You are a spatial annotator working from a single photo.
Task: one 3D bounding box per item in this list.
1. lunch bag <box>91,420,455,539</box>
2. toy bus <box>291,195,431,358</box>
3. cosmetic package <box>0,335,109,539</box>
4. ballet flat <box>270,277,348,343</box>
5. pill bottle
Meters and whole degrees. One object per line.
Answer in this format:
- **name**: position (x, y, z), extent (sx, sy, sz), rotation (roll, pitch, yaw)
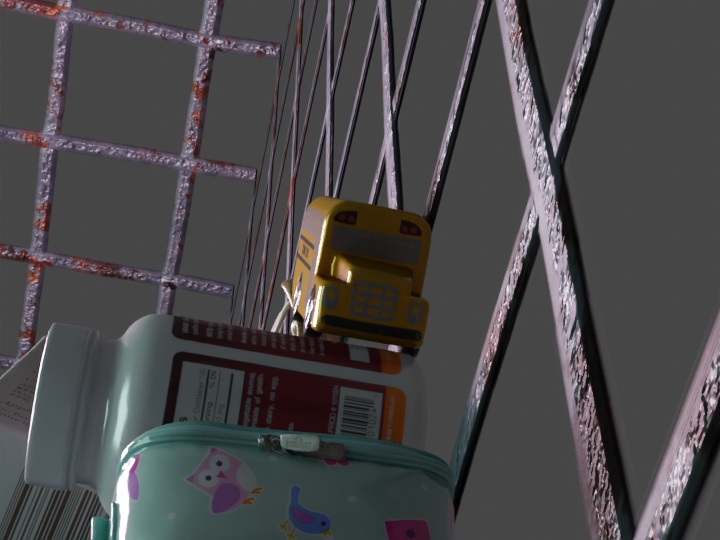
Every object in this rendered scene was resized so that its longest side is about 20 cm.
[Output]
- **lunch bag**: position (-0.045, 0.143, 0.797), extent (0.201, 0.159, 0.078), rotation (107, 170, -51)
- **toy bus**: position (0.000, 0.000, 1.024), extent (0.200, 0.064, 0.079), rotation (-150, 71, -83)
- **cosmetic package**: position (-0.180, 0.167, 1.121), extent (0.200, 0.166, 0.168), rotation (-66, -1, -78)
- **ballet flat**: position (-0.049, 0.099, 1.296), extent (0.071, 0.065, 0.202), rotation (169, 110, -86)
- **pill bottle**: position (-0.071, 0.085, 0.922), extent (0.113, 0.198, 0.114), rotation (-170, 90, -83)
